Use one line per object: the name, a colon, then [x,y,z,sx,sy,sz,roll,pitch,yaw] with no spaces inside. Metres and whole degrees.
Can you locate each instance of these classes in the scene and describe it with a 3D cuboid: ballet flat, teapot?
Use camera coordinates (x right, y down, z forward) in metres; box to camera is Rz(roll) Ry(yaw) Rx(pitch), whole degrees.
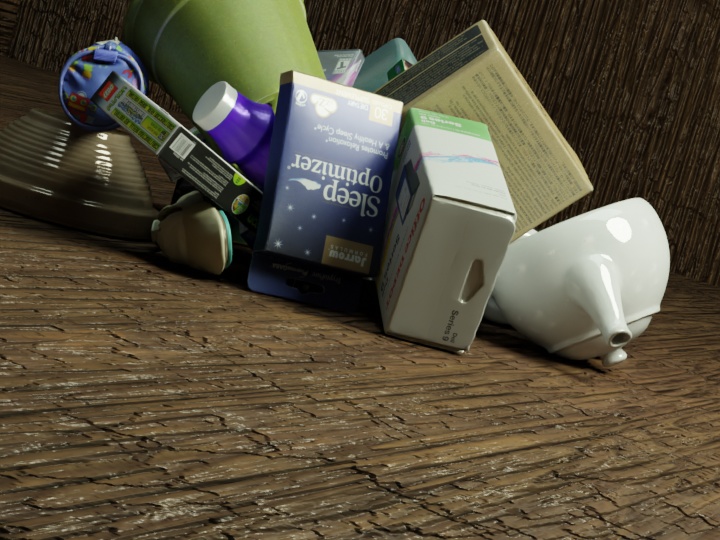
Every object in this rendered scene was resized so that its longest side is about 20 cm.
ballet flat: [-0.160,-0.032,1.605,0.069,0.070,0.200,15,5,-12]
teapot: [0.228,0.025,1.725,0.199,0.147,0.197,-17,-6,-44]

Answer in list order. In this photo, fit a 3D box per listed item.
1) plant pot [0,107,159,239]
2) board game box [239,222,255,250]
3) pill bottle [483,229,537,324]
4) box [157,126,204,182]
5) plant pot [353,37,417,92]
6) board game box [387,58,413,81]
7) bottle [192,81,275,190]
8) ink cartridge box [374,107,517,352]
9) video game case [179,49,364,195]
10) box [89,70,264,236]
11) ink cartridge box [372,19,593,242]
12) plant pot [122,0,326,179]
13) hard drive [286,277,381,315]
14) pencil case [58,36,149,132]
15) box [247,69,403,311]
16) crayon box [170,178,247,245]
plant pot: [-0.287,-0.102,1.701,0.199,0.093,0.201,15,6,-2]
board game box: [-0.063,-0.107,1.826,0.045,0.134,0.200,52,15,-29]
pill bottle: [0.134,-0.013,1.923,0.109,0.110,0.200,14,6,-20]
box: [-0.163,-0.155,1.960,0.036,0.144,0.200,58,-3,-8]
plant pot: [0.024,-0.133,2.004,0.196,0.196,0.200,57,3,-9]
board game box: [0.118,-0.139,1.909,0.199,0.029,0.135,25,41,-36]
bottle: [-0.071,-0.099,1.626,0.200,0.065,0.084,39,2,-29]
ink cartridge box: [0.072,-0.040,1.590,0.087,0.146,0.200,12,27,-13]
video game case: [-0.091,-0.154,1.809,0.142,0.201,0.019,2,-40,29]
box: [-0.149,-0.098,1.570,0.110,0.035,0.200,39,-1,38]
ink cartridge box: [0.110,-0.120,1.717,0.200,0.164,0.075,51,13,-33]
plant pot: [-0.115,-0.197,1.731,0.199,0.200,0.191,11,39,-41]
hard drive: [0.000,0.000,1.694,0.199,0.038,0.140,15,17,-11]
pencil case: [-0.242,-0.179,1.653,0.077,0.088,0.200,4,8,-6]
box: [-0.031,-0.070,1.581,0.120,0.202,0.032,13,-7,-29]
crayon box: [-0.100,-0.055,1.958,0.199,0.052,0.126,13,7,-33]
